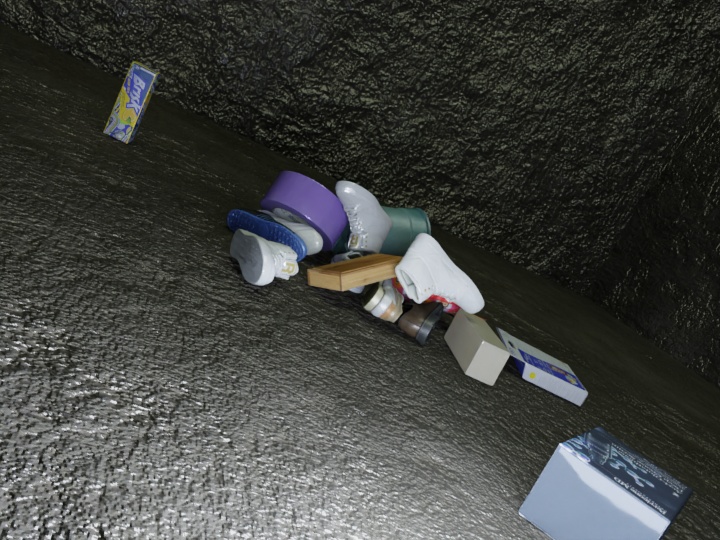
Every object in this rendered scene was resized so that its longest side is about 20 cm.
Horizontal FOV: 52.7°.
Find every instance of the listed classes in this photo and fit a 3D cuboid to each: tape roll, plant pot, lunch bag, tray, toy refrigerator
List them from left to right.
[{"bbox_3d":[-0.129,-0.137,1.702,0.199,0.085,0.200,29,-18,10],"label":"tape roll"},{"bbox_3d":[0.000,0.000,1.470,0.098,0.037,0.199,8,17,44],"label":"tray"},{"bbox_3d":[0.041,-0.081,1.823,0.195,0.201,0.200,13,16,-27],"label":"plant pot"},{"bbox_3d":[0.158,0.048,1.658,0.199,0.082,0.176,19,-1,-32],"label":"lunch bag"},{"bbox_3d":[0.234,0.152,1.471,0.070,0.076,0.200,24,11,-12],"label":"toy refrigerator"}]

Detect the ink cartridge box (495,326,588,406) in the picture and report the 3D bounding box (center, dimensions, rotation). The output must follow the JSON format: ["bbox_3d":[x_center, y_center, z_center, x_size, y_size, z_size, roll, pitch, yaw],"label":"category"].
[{"bbox_3d":[0.398,0.216,1.652,0.199,0.047,0.198,25,13,-2],"label":"ink cartridge box"}]

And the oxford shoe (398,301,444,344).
[{"bbox_3d":[0.122,0.089,1.504,0.084,0.073,0.200,27,11,10],"label":"oxford shoe"}]

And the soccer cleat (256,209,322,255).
[{"bbox_3d":[-0.174,-0.085,1.638,0.199,0.070,0.077,25,14,29],"label":"soccer cleat"}]

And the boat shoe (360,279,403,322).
[{"bbox_3d":[0.047,0.062,1.476,0.068,0.075,0.200,39,12,-4],"label":"boat shoe"}]

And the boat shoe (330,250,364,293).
[{"bbox_3d":[-0.015,-0.010,1.644,0.073,0.067,0.200,23,12,-21],"label":"boat shoe"}]

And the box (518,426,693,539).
[{"bbox_3d":[0.318,0.295,0.932,0.148,0.107,0.200,34,14,29],"label":"box"}]

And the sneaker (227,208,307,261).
[{"bbox_3d":[-0.188,-0.081,1.561,0.199,0.070,0.078,30,18,18],"label":"sneaker"}]

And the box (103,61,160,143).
[{"bbox_3d":[-0.593,-0.437,1.892,0.070,0.201,0.064,25,11,-12],"label":"box"}]

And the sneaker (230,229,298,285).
[{"bbox_3d":[-0.155,-0.017,1.299,0.115,0.074,0.200,18,13,-26],"label":"sneaker"}]

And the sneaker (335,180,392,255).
[{"bbox_3d":[-0.002,-0.106,1.639,0.073,0.116,0.200,3,-28,40],"label":"sneaker"}]

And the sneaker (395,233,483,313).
[{"bbox_3d":[0.151,0.037,1.447,0.200,0.116,0.074,46,-29,-12],"label":"sneaker"}]

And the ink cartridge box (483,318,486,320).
[{"bbox_3d":[0.235,0.071,1.912,0.199,0.050,0.162,28,11,20],"label":"ink cartridge box"}]
